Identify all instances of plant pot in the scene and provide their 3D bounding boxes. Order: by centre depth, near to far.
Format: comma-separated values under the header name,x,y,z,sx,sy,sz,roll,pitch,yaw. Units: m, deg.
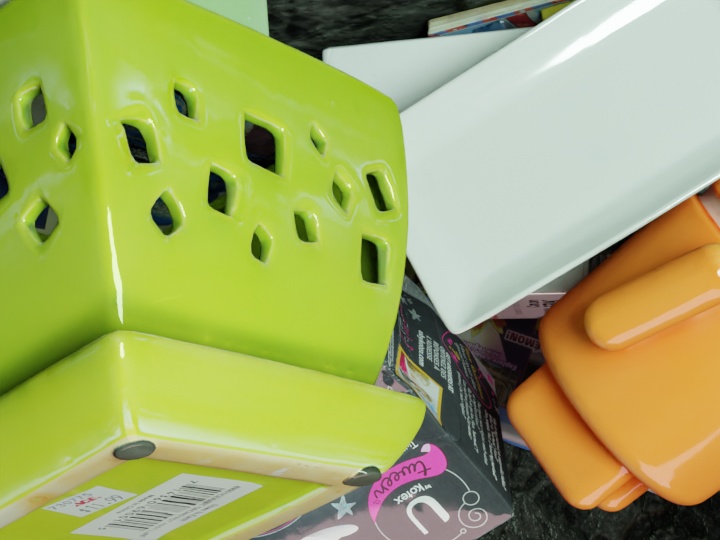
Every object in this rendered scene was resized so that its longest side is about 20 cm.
name,x,y,z,sx,sy,sz,roll,pitch,yaw
plant pot,-0.097,0.019,0.655,0.199,0.182,0.198,-30,150,33

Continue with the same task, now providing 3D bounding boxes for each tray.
name,x,y,z,sx,sy,sz,roll,pitch,yaw
tray,0.103,-0.064,0.709,0.199,0.108,0.022,-32,162,7

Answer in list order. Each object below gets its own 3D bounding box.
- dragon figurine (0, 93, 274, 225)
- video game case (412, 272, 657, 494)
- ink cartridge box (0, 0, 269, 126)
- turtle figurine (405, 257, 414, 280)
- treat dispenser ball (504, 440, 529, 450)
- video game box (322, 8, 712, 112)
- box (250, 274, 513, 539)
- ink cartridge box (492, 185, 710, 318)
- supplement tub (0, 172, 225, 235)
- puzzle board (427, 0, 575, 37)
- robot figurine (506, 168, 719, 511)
name,x,y,z,sx,sy,sz,roll,pitch,yaw
dragon figurine,-0.104,-0.060,0.807,0.199,0.059,0.099,17,-157,33
video game case,0.131,0.020,0.942,0.199,0.183,0.023,19,173,12
ink cartridge box,-0.160,-0.101,0.696,0.199,0.048,0.145,-13,167,36
turtle figurine,0.019,0.012,1.184,0.144,0.200,0.194,-41,-174,-34
treat dispenser ball,0.167,0.055,1.333,0.199,0.202,0.201,-6,170,-1
video game box,0.103,-0.087,0.837,0.199,0.047,0.182,-3,174,22
box,-0.034,0.104,0.811,0.199,0.115,0.132,-33,-158,16
ink cartridge box,0.145,-0.019,0.858,0.199,0.083,0.147,-1,173,9
supplement tub,-0.172,0.001,0.903,0.199,0.146,0.145,11,167,-11
puzzle board,0.143,-0.123,0.858,0.150,0.018,0.200,-11,169,24
robot figurine,0.162,0.027,0.710,0.200,0.117,0.144,-42,116,15
